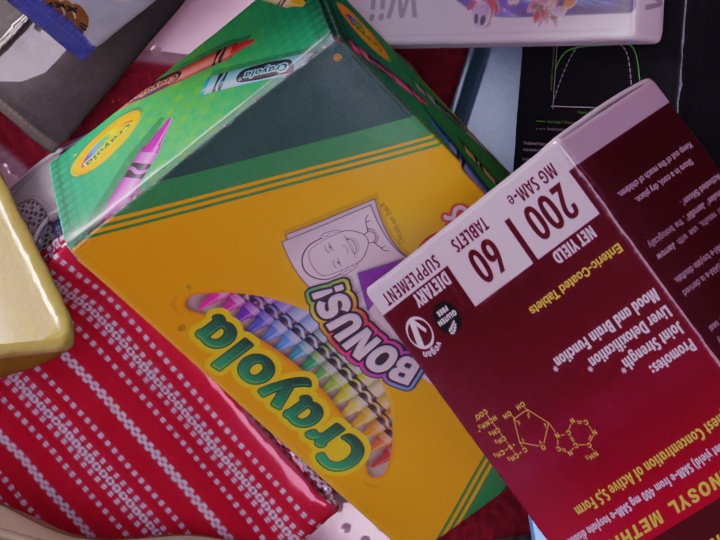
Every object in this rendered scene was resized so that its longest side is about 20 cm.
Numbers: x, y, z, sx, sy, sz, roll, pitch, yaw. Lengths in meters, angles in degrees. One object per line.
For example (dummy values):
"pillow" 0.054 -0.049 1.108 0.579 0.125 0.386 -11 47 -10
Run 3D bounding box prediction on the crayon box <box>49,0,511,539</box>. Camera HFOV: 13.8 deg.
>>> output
"crayon box" 0.000 0.000 1.051 0.119 0.058 0.200 -37 125 13

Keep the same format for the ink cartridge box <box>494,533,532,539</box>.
"ink cartridge box" 0.153 0.158 1.088 0.199 0.086 0.148 -8 90 3

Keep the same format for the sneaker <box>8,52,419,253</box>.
"sneaker" -0.070 -0.030 1.100 0.200 0.082 0.075 -30 89 4

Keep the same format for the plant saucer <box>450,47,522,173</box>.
"plant saucer" 0.080 -0.091 1.121 0.070 0.019 0.201 17 92 4

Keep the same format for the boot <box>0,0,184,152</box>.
"boot" -0.056 -0.124 1.103 0.182 0.073 0.200 41 87 17

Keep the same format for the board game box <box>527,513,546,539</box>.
"board game box" 0.140 0.129 1.026 0.153 0.040 0.201 -9 89 4

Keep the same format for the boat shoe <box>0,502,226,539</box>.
"boat shoe" -0.090 0.132 1.053 0.200 0.065 0.072 17 123 -17

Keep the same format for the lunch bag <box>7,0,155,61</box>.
"lunch bag" -0.100 -0.209 1.041 0.170 0.124 0.200 -35 54 9

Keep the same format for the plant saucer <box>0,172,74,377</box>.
"plant saucer" -0.227 -0.017 1.054 0.199 0.200 0.049 -5 135 -29

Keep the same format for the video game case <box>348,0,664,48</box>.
"video game case" 0.051 -0.176 1.005 0.143 0.018 0.201 4 90 48

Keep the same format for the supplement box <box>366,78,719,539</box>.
"supplement box" 0.104 0.053 0.952 0.200 0.061 0.109 53 135 3

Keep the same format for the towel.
"towel" -0.123 0.091 1.105 0.200 0.022 0.145 -39 93 23

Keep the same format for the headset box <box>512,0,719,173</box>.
"headset box" 0.153 -0.121 1.036 0.174 0.093 0.201 4 91 -34
